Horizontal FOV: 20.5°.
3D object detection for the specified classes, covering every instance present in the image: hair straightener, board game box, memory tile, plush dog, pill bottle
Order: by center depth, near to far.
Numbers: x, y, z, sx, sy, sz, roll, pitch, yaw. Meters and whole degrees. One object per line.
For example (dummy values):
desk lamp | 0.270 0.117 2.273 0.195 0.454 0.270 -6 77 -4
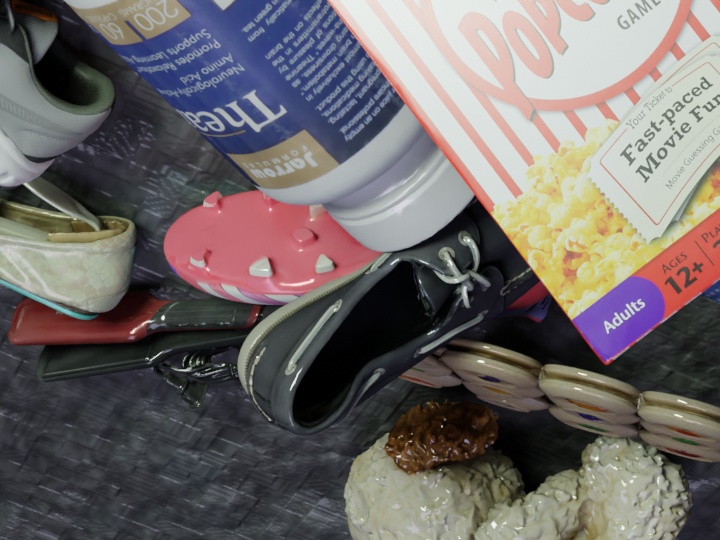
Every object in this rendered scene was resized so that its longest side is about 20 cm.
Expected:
board game box | 0.093 -0.089 0.751 0.151 0.046 0.200 -39 83 12
pill bottle | -0.032 -0.099 0.859 0.111 0.111 0.200 -21 130 34
memory tile | 0.095 0.062 1.020 0.200 0.017 0.153 15 172 10
hair straightener | -0.092 0.040 1.106 0.200 0.041 0.077 -8 137 17
plush dog | 0.065 0.160 1.136 0.172 0.160 0.200 36 141 8

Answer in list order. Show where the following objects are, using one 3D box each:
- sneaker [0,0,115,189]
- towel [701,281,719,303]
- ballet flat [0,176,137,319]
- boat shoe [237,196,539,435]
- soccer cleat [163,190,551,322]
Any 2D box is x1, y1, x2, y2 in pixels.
sneaker | -0.192 -0.121 0.917 0.079 0.074 0.200 -25 135 25
towel | 0.279 0.031 0.969 0.200 0.024 0.145 26 157 -16
ballet flat | -0.211 -0.036 1.037 0.200 0.067 0.062 19 113 -13
boat shoe | 0.037 0.011 0.916 0.200 0.063 0.073 -35 113 -3
soccer cleat | 0.000 0.000 1.010 0.200 0.067 0.077 -1 143 12
